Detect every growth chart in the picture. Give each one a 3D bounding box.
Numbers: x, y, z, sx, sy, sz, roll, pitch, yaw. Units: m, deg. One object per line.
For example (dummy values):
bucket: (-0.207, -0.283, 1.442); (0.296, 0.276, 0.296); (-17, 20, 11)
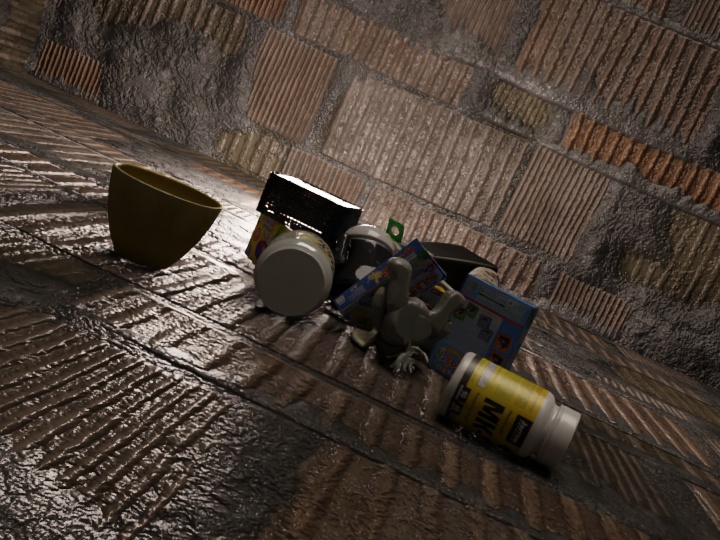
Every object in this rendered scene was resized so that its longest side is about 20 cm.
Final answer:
growth chart: (0.132, -0.007, 1.710); (0.200, 0.018, 0.145); (42, 2, 40)

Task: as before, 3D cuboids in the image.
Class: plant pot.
plant pot: (0.209, 0.027, 2.079); (0.177, 0.200, 0.199); (19, 10, -29)
plant pot: (-0.363, -0.086, 1.390); (0.200, 0.142, 0.200); (23, 8, -3)

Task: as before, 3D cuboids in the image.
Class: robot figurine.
robot figurine: (-0.001, 0.001, 1.654); (0.124, 0.201, 0.150); (14, -26, -1)

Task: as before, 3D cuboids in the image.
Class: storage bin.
storage bin: (-0.112, -0.135, 1.737); (0.200, 0.094, 0.135); (26, 9, 17)

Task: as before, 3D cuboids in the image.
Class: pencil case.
pencil case: (0.268, 0.043, 1.730); (0.089, 0.078, 0.200); (41, 12, 4)

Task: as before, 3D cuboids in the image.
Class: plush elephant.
plush elephant: (0.075, 0.100, 1.465); (0.164, 0.201, 0.155); (23, -15, -17)

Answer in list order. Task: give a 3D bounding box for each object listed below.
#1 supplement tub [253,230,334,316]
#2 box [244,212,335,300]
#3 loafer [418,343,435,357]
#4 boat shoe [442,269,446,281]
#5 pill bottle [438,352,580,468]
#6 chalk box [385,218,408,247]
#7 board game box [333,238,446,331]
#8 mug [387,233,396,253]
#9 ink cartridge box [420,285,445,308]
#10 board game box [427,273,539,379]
supplement tub: (-0.123, 0.005, 1.484); (0.145, 0.145, 0.200); (23, 9, -4)
box: (-0.130, -0.035, 1.789); (0.192, 0.122, 0.200); (19, 10, -30)
loafer: (0.105, 0.097, 1.626); (0.200, 0.073, 0.072); (57, 0, 33)
boat shoe: (0.182, 0.055, 1.898); (0.060, 0.074, 0.200); (19, -31, -1)
pill bottle: (0.234, 0.221, 1.240); (0.200, 0.115, 0.114); (26, 9, 15)
chalk box: (0.063, -0.032, 2.032); (0.124, 0.200, 0.124); (16, 12, -43)
board game box: (0.060, 0.034, 1.529); (0.034, 0.200, 0.135); (57, 8, 33)
mug: (0.033, -0.015, 1.872); (0.186, 0.154, 0.149); (6, 4, -28)
ink cartridge box: (0.201, 0.093, 1.781); (0.200, 0.084, 0.176); (23, 10, -10)
board game box: (0.231, 0.128, 1.510); (0.151, 0.200, 0.037); (29, 9, 30)
